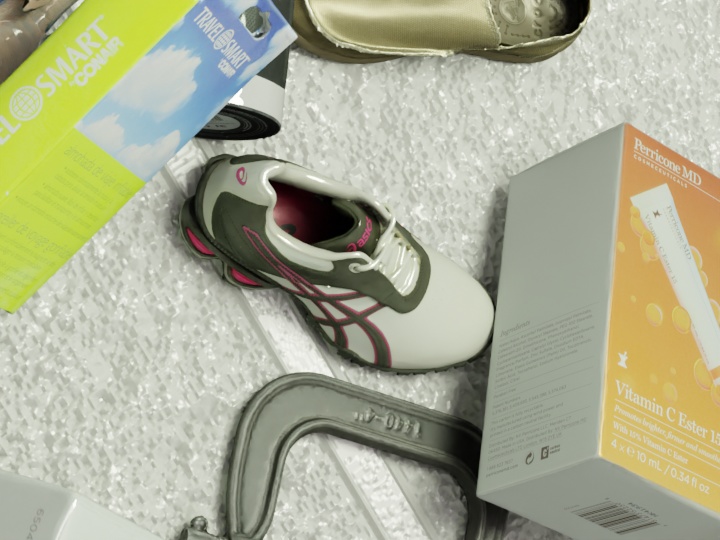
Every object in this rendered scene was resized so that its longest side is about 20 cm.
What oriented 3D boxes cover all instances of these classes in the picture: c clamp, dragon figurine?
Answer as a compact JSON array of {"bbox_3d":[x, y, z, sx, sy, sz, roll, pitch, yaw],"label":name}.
[{"bbox_3d":[-0.008,0.146,1.043,0.199,0.027,0.172,12,73,-24],"label":"c clamp"},{"bbox_3d":[-0.188,-0.106,0.944,0.200,0.099,0.059,-46,117,-27],"label":"dragon figurine"}]

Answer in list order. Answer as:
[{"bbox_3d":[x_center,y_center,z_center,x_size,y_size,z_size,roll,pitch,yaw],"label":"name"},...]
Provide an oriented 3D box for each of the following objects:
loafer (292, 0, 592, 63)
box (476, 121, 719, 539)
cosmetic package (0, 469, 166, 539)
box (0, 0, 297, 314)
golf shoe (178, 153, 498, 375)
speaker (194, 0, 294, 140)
[{"bbox_3d":[0.046,-0.157,1.081,0.198,0.067,0.077,-3,85,-28],"label":"loafer"},{"bbox_3d":[0.149,0.042,1.060,0.124,0.097,0.202,26,58,-31],"label":"box"},{"bbox_3d":[-0.156,0.188,0.837,0.200,0.164,0.166,41,63,-51],"label":"cosmetic package"},{"bbox_3d":[-0.126,-0.070,0.903,0.200,0.122,0.048,-45,76,1],"label":"box"},{"bbox_3d":[0.000,0.000,1.028,0.199,0.088,0.078,25,71,-24],"label":"golf shoe"},{"bbox_3d":[-0.071,-0.176,1.017,0.081,0.081,0.202,11,78,-25],"label":"speaker"}]
